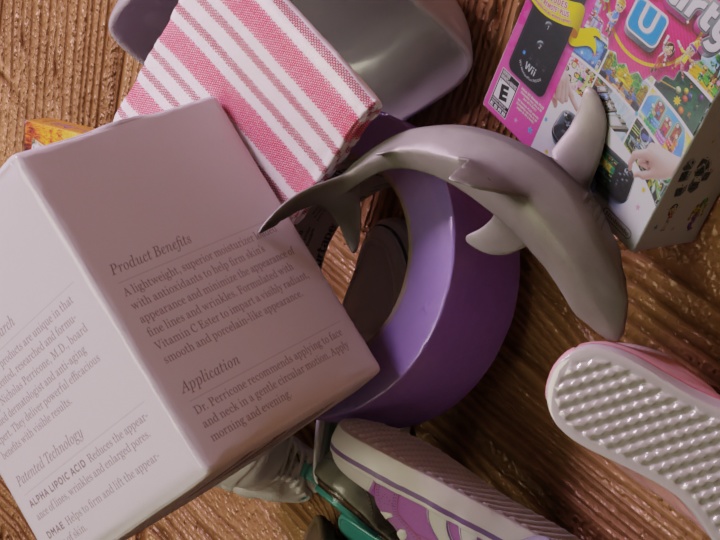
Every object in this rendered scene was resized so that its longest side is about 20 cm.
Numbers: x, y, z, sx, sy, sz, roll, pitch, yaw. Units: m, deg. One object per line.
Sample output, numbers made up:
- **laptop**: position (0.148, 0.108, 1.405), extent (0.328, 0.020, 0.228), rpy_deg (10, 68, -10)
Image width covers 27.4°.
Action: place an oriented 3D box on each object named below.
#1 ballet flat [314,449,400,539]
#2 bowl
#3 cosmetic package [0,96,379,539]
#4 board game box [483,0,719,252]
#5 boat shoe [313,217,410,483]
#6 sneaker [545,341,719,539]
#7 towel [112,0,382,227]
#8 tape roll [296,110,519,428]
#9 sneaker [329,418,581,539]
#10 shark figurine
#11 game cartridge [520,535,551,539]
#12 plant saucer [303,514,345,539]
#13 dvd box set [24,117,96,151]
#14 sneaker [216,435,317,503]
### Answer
- **ballet flat**: position (0.016, 0.160, 1.021), extent (0.067, 0.064, 0.200), rpy_deg (33, 165, 21)
- **bowl**: position (-0.042, -0.172, 0.976), extent (0.199, 0.199, 0.075), rpy_deg (-25, 43, 41)
- **cosmetic package**: position (-0.131, 0.035, 0.873), extent (0.165, 0.164, 0.201), rpy_deg (-37, 82, 40)
- **board game box**: position (0.163, -0.136, 0.810), extent (0.148, 0.064, 0.202), rpy_deg (49, 131, 34)
- **boat shoe**: position (0.005, 0.065, 1.044), extent (0.073, 0.066, 0.203), rpy_deg (19, 111, 48)
- **sneaker**: position (0.195, 0.103, 0.815), extent (0.199, 0.105, 0.076), rpy_deg (34, 98, 10)
- **towel**: position (-0.079, -0.086, 0.916), extent (0.147, 0.030, 0.201), rpy_deg (48, 128, 13)
- **tape roll**: position (0.000, 0.000, 0.970), extent (0.198, 0.085, 0.203), rpy_deg (-8, 76, 35)
- **sneaker**: position (0.049, 0.182, 0.908), extent (0.199, 0.073, 0.115), rpy_deg (33, 100, -1)
- **shark figurine**: position (0.051, -0.047, 0.815), extent (0.212, 0.089, 0.130), rpy_deg (17, 105, 26)
- **game cartridge**: position (0.067, 0.255, 0.877), extent (0.200, 0.042, 0.133), rpy_deg (-41, 100, 6)
- **plant saucer**: position (-0.039, 0.284, 1.095), extent (0.200, 0.029, 0.203), rpy_deg (-168, 90, -85)
- **dvd box set**: position (-0.199, -0.032, 1.126), extent (0.199, 0.029, 0.149), rpy_deg (18, 110, 50)
- **sneaker**: position (-0.060, 0.138, 1.093), extent (0.200, 0.088, 0.076), rpy_deg (115, 179, -77)
